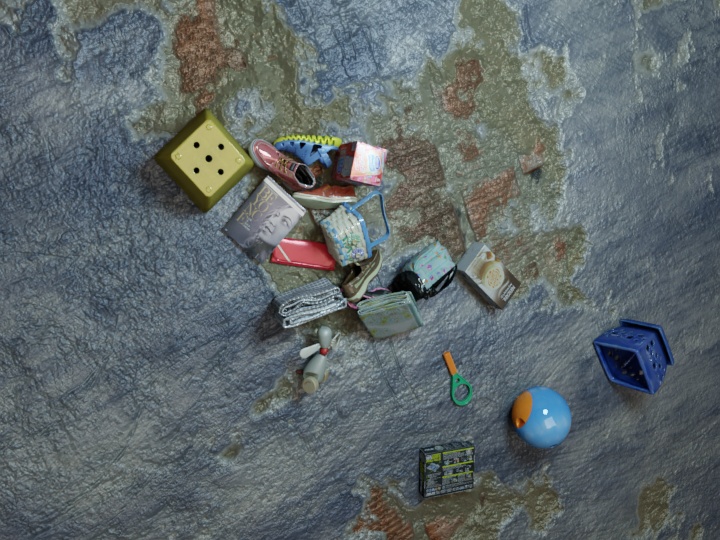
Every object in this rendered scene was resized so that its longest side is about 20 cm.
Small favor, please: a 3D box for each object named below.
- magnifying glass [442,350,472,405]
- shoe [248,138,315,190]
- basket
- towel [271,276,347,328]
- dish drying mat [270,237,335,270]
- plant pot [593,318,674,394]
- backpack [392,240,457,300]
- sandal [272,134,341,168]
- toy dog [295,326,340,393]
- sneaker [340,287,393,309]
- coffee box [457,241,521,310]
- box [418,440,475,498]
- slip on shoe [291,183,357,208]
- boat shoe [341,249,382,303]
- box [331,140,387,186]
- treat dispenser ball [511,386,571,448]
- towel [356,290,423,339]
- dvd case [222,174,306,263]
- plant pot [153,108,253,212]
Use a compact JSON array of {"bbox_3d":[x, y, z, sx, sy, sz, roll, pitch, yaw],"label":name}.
[{"bbox_3d":[0.323,0.365,1.842,0.078,0.022,0.204,-27,108,-14],"label":"magnifying glass"},{"bbox_3d":[-0.210,-0.290,1.484,0.199,0.090,0.073,40,66,-39],"label":"shoe"},{"bbox_3d":[-0.006,-0.116,1.577,0.198,0.139,0.179,-36,137,-16],"label":"basket"},{"bbox_3d":[-0.151,0.089,1.557,0.196,0.165,0.088,-19,98,-16],"label":"towel"},{"bbox_3d":[-0.164,-0.049,1.607,0.195,0.018,0.079,8,94,-20],"label":"dish drying mat"},{"bbox_3d":[1.006,0.299,1.984,0.178,0.199,0.203,-37,108,-18],"label":"plant pot"},{"bbox_3d":[0.202,0.004,1.671,0.199,0.166,0.128,-37,100,-26],"label":"backpack"},{"bbox_3d":[-0.149,-0.338,1.537,0.194,0.079,0.090,1,102,-13],"label":"sandal"},{"bbox_3d":[-0.142,0.259,1.625,0.094,0.132,0.205,17,88,18],"label":"toy dog"},{"bbox_3d":[0.030,0.094,1.657,0.195,0.095,0.081,3,96,-21],"label":"sneaker"},{"bbox_3d":[0.419,0.017,1.790,0.199,0.080,0.115,41,84,-20],"label":"coffee box"},{"bbox_3d":[0.297,0.680,1.866,0.195,0.044,0.165,-3,99,-19],"label":"box"},{"bbox_3d":[-0.106,-0.219,1.582,0.195,0.074,0.063,-4,77,-18],"label":"slip on shoe"},{"bbox_3d":[0.005,-0.001,1.605,0.075,0.074,0.204,52,44,-25],"label":"boat shoe"},{"bbox_3d":[-0.008,-0.296,1.528,0.092,0.200,0.105,11,94,-20],"label":"box"},{"bbox_3d":[0.621,0.504,1.869,0.196,0.200,0.207,-3,99,-18],"label":"treat dispenser ball"},{"bbox_3d":[0.092,0.135,1.633,0.167,0.049,0.201,-15,145,12],"label":"towel"},{"bbox_3d":[-0.270,-0.142,1.534,0.148,0.016,0.201,41,94,-16],"label":"dvd case"},{"bbox_3d":[-0.396,-0.286,1.406,0.200,0.176,0.201,-45,109,-8],"label":"plant pot"}]
